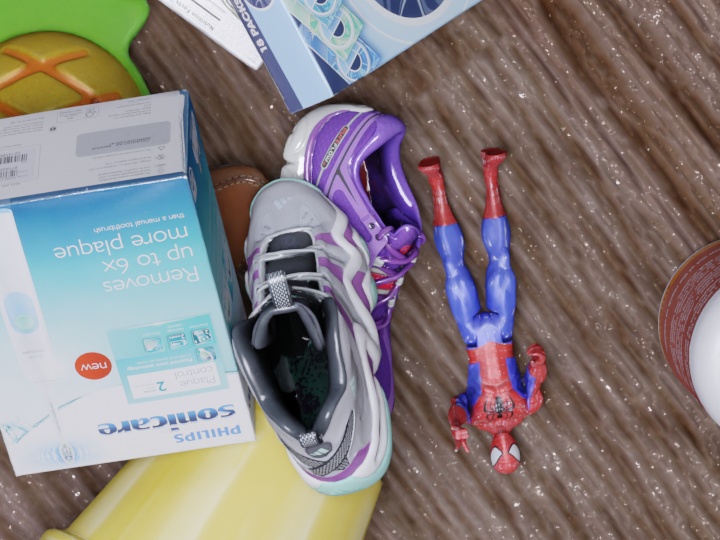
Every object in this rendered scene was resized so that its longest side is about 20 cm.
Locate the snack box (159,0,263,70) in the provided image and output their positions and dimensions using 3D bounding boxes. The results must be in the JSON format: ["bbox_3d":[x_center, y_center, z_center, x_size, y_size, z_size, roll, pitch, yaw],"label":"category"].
[{"bbox_3d":[-0.123,-0.208,1.740,0.200,0.024,0.072,36,94,-7],"label":"snack box"}]

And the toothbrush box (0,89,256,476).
[{"bbox_3d":[-0.148,0.010,1.625,0.146,0.085,0.200,-8,130,4],"label":"toothbrush box"}]

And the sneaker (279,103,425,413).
[{"bbox_3d":[0.000,0.000,1.734,0.083,0.081,0.200,2,101,36],"label":"sneaker"}]

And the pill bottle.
[{"bbox_3d":[0.244,0.045,1.704,0.112,0.200,0.112,0,98,-2],"label":"pill bottle"}]

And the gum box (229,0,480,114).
[{"bbox_3d":[-0.006,-0.210,1.676,0.200,0.045,0.170,-35,101,-39],"label":"gum box"}]

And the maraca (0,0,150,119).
[{"bbox_3d":[-0.187,-0.092,1.718,0.137,0.107,0.200,3,76,-2],"label":"maraca"}]

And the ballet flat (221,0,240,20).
[{"bbox_3d":[-0.063,-0.191,1.701,0.073,0.073,0.200,-34,99,3],"label":"ballet flat"}]

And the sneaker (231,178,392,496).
[{"bbox_3d":[-0.035,0.017,1.626,0.078,0.140,0.200,-20,65,7],"label":"sneaker"}]

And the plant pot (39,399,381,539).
[{"bbox_3d":[-0.088,0.176,1.722,0.201,0.201,0.189,30,80,-6],"label":"plant pot"}]

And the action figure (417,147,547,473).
[{"bbox_3d":[0.077,0.033,1.751,0.065,0.099,0.200,-9,101,0],"label":"action figure"}]

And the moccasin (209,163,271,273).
[{"bbox_3d":[-0.133,0.010,1.740,0.201,0.078,0.074,-32,112,2],"label":"moccasin"}]
